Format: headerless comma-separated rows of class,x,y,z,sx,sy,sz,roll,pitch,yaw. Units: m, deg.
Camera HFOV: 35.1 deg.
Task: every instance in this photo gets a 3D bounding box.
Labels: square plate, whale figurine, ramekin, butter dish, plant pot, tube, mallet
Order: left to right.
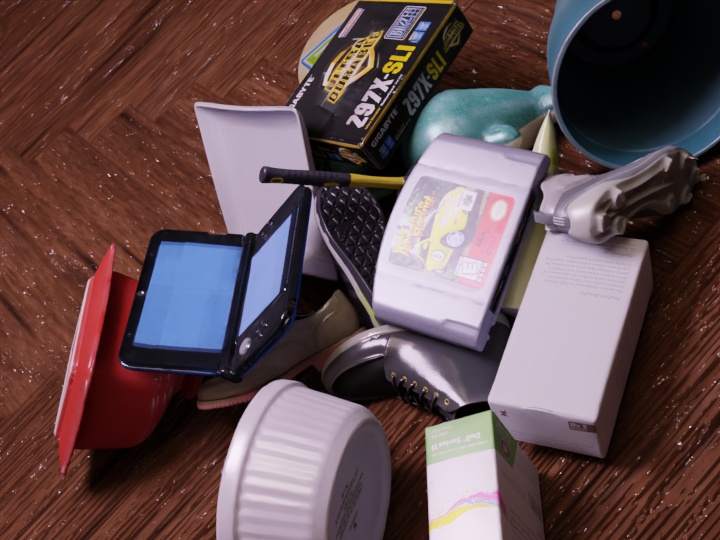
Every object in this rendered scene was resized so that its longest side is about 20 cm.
butter dish,-0.247,0.108,1.260,0.147,0.200,0.200,12,44,-13
square plate,-0.102,-0.095,1.288,0.028,0.201,0.198,-29,26,-35
ramekin,-0.042,0.203,1.013,0.094,0.203,0.203,5,57,21
mallet,-0.001,-0.097,1.149,0.066,0.199,0.041,-49,45,46
whale figurine,0.135,-0.164,1.246,0.200,0.104,0.159,-28,16,-4
tube,0.174,-0.054,1.132,0.058,0.052,0.201,-10,67,64
plant pot,0.279,-0.234,1.169,0.200,0.200,0.188,-25,31,13

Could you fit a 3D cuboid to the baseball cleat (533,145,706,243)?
baseball cleat,0.242,-0.082,1.090,0.106,0.070,0.200,17,26,41

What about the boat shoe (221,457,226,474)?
boat shoe,-0.102,0.205,1.125,0.072,0.072,0.201,-16,45,34

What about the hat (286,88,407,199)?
hat,-0.014,-0.142,1.396,0.165,0.176,0.201,-10,71,-4

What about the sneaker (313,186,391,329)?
sneaker,0.000,0.000,1.192,0.071,0.083,0.200,-16,67,-23

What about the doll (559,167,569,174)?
doll,0.135,-0.051,1.204,0.199,0.049,0.137,-25,44,5

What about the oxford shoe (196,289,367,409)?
oxford shoe,-0.091,0.085,1.204,0.199,0.074,0.071,-26,5,3

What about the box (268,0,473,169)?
box,0.010,-0.210,1.255,0.159,0.049,0.200,18,69,45

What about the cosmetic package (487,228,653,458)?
cosmetic package,0.196,0.062,1.038,0.101,0.074,0.200,9,57,26

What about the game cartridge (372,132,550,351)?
game cartridge,0.090,-0.033,1.100,0.133,0.041,0.201,15,78,31

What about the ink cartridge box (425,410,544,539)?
ink cartridge box,0.107,0.234,0.939,0.067,0.117,0.201,-18,47,21

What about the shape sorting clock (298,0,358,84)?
shape sorting clock,0.013,-0.280,1.474,0.199,0.039,0.201,-14,51,19

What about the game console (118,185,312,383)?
game console,-0.146,0.004,1.172,0.171,0.118,0.200,-46,28,40

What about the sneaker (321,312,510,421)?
sneaker,0.053,0.110,1.106,0.199,0.075,0.107,-18,48,18
